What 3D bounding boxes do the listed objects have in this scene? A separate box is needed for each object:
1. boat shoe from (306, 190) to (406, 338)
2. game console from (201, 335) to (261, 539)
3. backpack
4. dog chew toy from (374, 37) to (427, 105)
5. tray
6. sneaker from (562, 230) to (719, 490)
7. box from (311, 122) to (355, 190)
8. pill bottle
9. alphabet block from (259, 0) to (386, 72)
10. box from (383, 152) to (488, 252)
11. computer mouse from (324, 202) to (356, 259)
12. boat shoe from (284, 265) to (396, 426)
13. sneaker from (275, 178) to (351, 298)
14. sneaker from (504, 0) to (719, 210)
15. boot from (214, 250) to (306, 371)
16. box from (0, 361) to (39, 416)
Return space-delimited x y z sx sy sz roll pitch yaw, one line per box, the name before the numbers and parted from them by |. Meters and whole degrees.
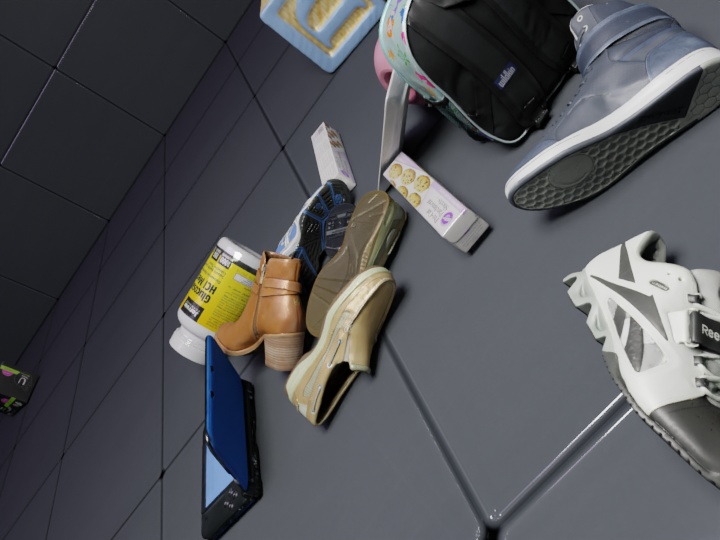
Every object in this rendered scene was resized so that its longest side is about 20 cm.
boat shoe | -0.001 -0.001 0.745 0.073 0.063 0.201 17 80 42
game console | -0.204 0.222 0.788 0.171 0.118 0.200 -47 32 19
backpack | 0.123 -0.260 0.644 0.178 0.200 0.151 -57 30 6
dog chew toy | 0.106 -0.334 0.823 0.200 0.125 0.125 -57 29 -12
tray | 0.047 -0.194 0.780 0.200 0.022 0.107 93 -171 -62
sneaker | 0.207 0.044 0.378 0.089 0.074 0.200 -45 33 26
box | -0.049 -0.191 0.999 0.041 0.039 0.200 -47 32 22
pill bottle | -0.235 0.054 0.986 0.200 0.112 0.112 -60 30 0
alphabet block | -0.081 -0.581 1.236 0.195 0.196 0.200 -41 35 26
box | 0.083 -0.088 0.697 0.041 0.039 0.200 -51 31 14
computer mouse | -0.024 -0.010 0.818 0.059 0.034 0.200 -10 57 22
boat shoe | -0.010 0.092 0.679 0.076 0.072 0.200 43 108 45
sneaker | -0.085 -0.055 0.896 0.077 0.076 0.200 26 85 55
sneaker | 0.206 -0.155 0.538 0.202 0.077 0.146 -34 49 21
boot | -0.143 0.049 0.843 0.200 0.074 0.155 7 98 44
box | -1.393 0.470 2.302 0.200 0.148 0.124 -33 38 39
